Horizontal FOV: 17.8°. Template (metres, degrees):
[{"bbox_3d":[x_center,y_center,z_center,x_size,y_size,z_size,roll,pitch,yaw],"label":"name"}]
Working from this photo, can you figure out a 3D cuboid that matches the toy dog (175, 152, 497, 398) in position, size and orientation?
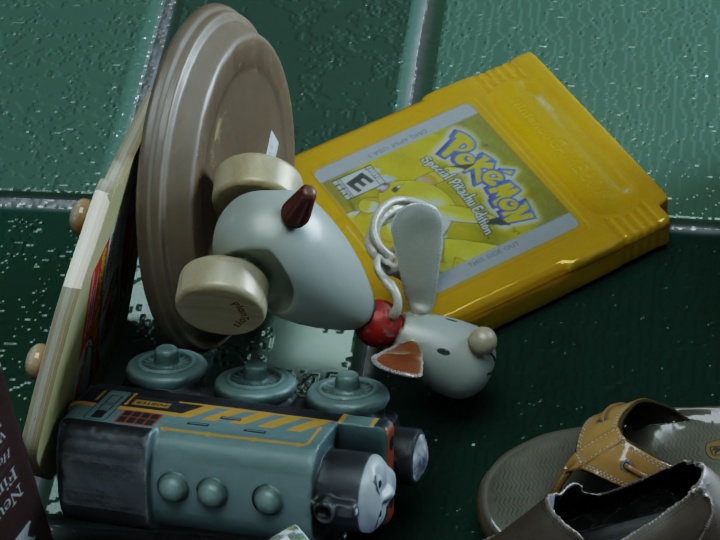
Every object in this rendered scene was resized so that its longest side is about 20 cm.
[{"bbox_3d":[0.000,0.000,1.240,0.200,0.096,0.132,6,67,-34],"label":"toy dog"}]

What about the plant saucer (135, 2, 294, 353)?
[{"bbox_3d":[-0.077,-0.051,1.312,0.029,0.200,0.200,5,48,17],"label":"plant saucer"}]

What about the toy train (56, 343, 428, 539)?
[{"bbox_3d":[-0.067,0.100,1.235,0.200,0.085,0.114,7,22,15],"label":"toy train"}]

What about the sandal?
[{"bbox_3d":[0.159,0.102,1.246,0.200,0.055,0.082,-9,47,-3],"label":"sandal"}]

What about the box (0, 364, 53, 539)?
[{"bbox_3d":[-0.272,0.135,1.164,0.164,0.200,0.166,19,53,22],"label":"box"}]

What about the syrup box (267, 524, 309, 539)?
[{"bbox_3d":[-0.006,0.224,1.088,0.079,0.082,0.200,-29,53,-18],"label":"syrup box"}]

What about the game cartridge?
[{"bbox_3d":[0.066,-0.042,1.405,0.200,0.032,0.176,-26,50,-16],"label":"game cartridge"}]

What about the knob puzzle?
[{"bbox_3d":[-0.158,0.025,1.253,0.030,0.220,0.220,16,50,1],"label":"knob puzzle"}]

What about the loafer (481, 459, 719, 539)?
[{"bbox_3d":[0.095,0.136,1.134,0.200,0.071,0.073,-19,26,8],"label":"loafer"}]
